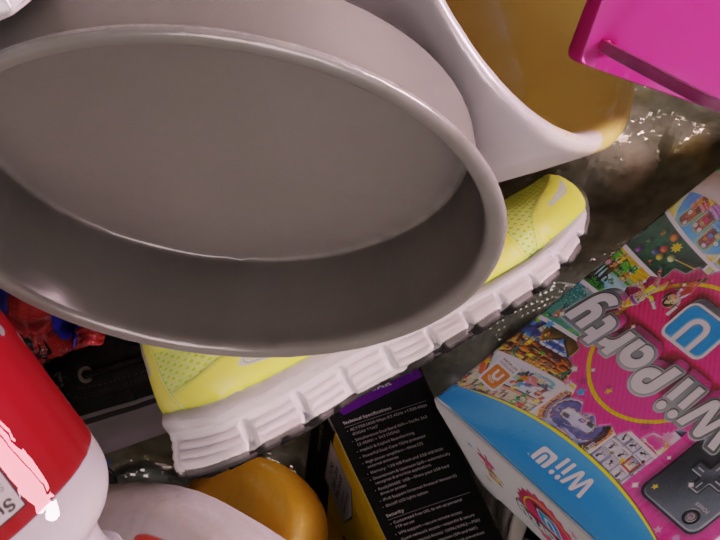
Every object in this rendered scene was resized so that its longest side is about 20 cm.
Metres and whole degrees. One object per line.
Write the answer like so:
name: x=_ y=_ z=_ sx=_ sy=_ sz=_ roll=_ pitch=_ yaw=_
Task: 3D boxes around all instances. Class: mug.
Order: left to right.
mug: x=0.007 y=-0.072 z=0.982 sx=0.153 sy=0.150 sz=0.187 roll=-25 pitch=125 yaw=29

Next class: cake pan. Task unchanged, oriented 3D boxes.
cake pan: x=-0.049 y=-0.034 z=0.898 sx=0.199 sy=0.037 sz=0.201 roll=5 pitch=149 yaw=3

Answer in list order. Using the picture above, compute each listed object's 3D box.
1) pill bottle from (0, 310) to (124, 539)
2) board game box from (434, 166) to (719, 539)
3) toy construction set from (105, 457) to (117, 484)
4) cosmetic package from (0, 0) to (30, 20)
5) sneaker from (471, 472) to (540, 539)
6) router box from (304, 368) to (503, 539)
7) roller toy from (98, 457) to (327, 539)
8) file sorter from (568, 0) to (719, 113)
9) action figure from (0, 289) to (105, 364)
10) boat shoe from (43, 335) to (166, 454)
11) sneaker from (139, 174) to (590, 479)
pill bottle: x=-0.161 y=0.061 z=0.953 sx=0.112 sy=0.112 sz=0.200 roll=-29 pitch=106 yaw=21
board game box: x=0.152 y=0.042 z=1.044 sx=0.200 sy=0.147 sz=0.064 roll=-39 pitch=133 yaw=-10
toy construction set: x=-0.130 y=0.136 z=1.200 sx=0.199 sy=0.092 sz=0.131 roll=-22 pitch=133 yaw=16
cosmetic package: x=-0.222 y=-0.144 z=0.843 sx=0.199 sy=0.123 sz=0.200 roll=-22 pitch=104 yaw=11
sneaker: x=0.078 y=0.125 z=1.204 sx=0.077 sy=0.100 sz=0.201 roll=1 pitch=134 yaw=-6
router box: x=0.022 y=0.153 z=1.160 sx=0.051 sy=0.150 sz=0.200 roll=-17 pitch=151 yaw=-16
roller toy: x=-0.074 y=0.184 z=1.062 sx=0.182 sy=0.201 sz=0.140 roll=-33 pitch=148 yaw=12
file sorter: x=0.183 y=-0.133 z=0.887 sx=0.138 sy=0.125 sz=0.201 roll=17 pitch=99 yaw=-20
action figure: x=-0.128 y=-0.005 z=1.043 sx=0.065 sy=0.099 sz=0.201 roll=3 pitch=127 yaw=-5
boat shoe: x=-0.087 y=0.037 z=1.137 sx=0.199 sy=0.069 sz=0.057 roll=-17 pitch=100 yaw=19
sneaker: x=0.000 y=0.000 z=1.054 sx=0.199 sy=0.091 sz=0.078 roll=-27 pitch=176 yaw=-21
